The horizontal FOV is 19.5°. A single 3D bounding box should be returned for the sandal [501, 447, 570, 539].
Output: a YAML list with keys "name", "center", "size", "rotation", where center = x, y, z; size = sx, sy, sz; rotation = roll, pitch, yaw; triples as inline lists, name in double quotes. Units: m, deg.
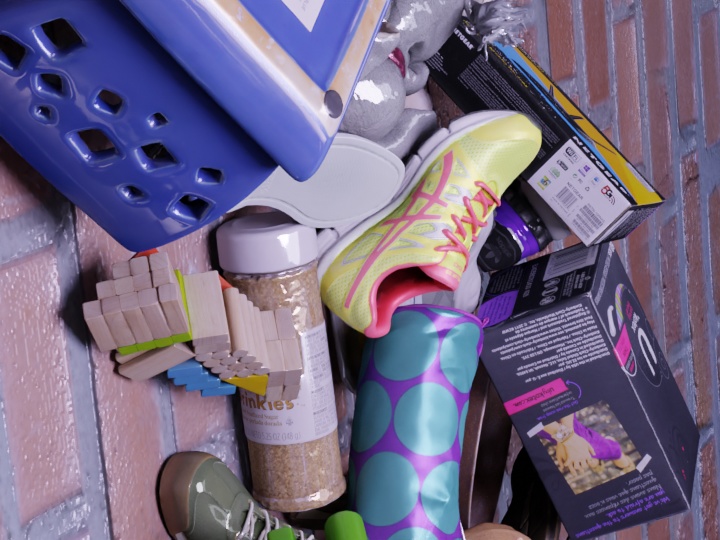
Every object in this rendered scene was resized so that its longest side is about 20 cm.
- name: "sandal"
  center: [0.155, 0.204, 1.743]
  size: [0.055, 0.082, 0.200]
  rotation: [34, 34, -12]

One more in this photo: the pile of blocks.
- name: "pile of blocks"
  center: [-0.109, 0.032, 1.332]
  size: [0.200, 0.082, 0.062]
  rotation: [33, 39, -53]

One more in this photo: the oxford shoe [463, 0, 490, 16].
- name: "oxford shoe"
  center: [0.100, -0.274, 1.742]
  size: [0.058, 0.075, 0.200]
  rotation: [27, 53, -9]

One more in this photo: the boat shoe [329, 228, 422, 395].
- name: "boat shoe"
  center: [-0.004, 0.000, 1.543]
  size: [0.086, 0.074, 0.203]
  rotation: [-31, 126, -49]

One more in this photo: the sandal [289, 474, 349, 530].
- name: "sandal"
  center: [0.008, 0.167, 1.574]
  size: [0.200, 0.082, 0.055]
  rotation: [16, 54, -55]

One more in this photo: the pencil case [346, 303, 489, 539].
- name: "pencil case"
  center: [0.040, 0.124, 1.475]
  size: [0.092, 0.085, 0.201]
  rotation: [10, 75, -17]

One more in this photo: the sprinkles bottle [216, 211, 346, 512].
- name: "sprinkles bottle"
  center: [-0.053, 0.062, 1.437]
  size: [0.068, 0.068, 0.201]
  rotation: [-32, 118, -59]

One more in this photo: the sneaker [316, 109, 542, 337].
- name: "sneaker"
  center: [0.056, -0.028, 1.452]
  size: [0.200, 0.090, 0.078]
  rotation: [-42, 145, 5]

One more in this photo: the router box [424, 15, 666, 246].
- name: "router box"
  center: [0.141, -0.109, 1.621]
  size: [0.200, 0.051, 0.149]
  rotation: [48, 15, 9]

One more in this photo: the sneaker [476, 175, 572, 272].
- name: "sneaker"
  center: [0.098, -0.047, 1.705]
  size: [0.070, 0.099, 0.200]
  rotation: [55, 1, -16]

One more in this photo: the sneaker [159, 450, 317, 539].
- name: "sneaker"
  center: [-0.055, 0.191, 1.412]
  size: [0.200, 0.090, 0.067]
  rotation: [62, 39, -42]

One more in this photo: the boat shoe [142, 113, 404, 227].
- name: "boat shoe"
  center: [-0.057, -0.075, 1.371]
  size: [0.200, 0.060, 0.076]
  rotation: [7, 121, -44]

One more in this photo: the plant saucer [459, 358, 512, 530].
- name: "plant saucer"
  center: [0.096, 0.138, 1.718]
  size: [0.200, 0.034, 0.201]
  rotation: [9, 90, -79]

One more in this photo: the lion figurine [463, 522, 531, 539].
- name: "lion figurine"
  center: [0.065, 0.228, 1.589]
  size: [0.200, 0.073, 0.123]
  rotation: [-17, 130, -17]

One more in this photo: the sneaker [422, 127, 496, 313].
- name: "sneaker"
  center: [0.051, -0.024, 1.588]
  size: [0.079, 0.074, 0.200]
  rotation: [-26, 139, -26]

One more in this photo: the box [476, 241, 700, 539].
- name: "box"
  center: [0.181, 0.093, 1.646]
  size: [0.200, 0.106, 0.122]
  rotation: [63, 22, -18]

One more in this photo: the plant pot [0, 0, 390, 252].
- name: "plant pot"
  center: [-0.097, -0.153, 1.184]
  size: [0.200, 0.180, 0.200]
  rotation: [46, 49, -32]

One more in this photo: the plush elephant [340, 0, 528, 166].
- name: "plush elephant"
  center: [-0.003, -0.150, 1.451]
  size: [0.155, 0.200, 0.165]
  rotation: [-49, 143, -27]

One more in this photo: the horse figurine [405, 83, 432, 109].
- name: "horse figurine"
  center: [0.037, -0.125, 1.632]
  size: [0.132, 0.050, 0.201]
  rotation: [-9, 96, -68]

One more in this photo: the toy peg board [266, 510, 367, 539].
- name: "toy peg board"
  center: [-0.051, 0.255, 1.338]
  size: [0.098, 0.199, 0.199]
  rotation: [-105, 180, -47]
